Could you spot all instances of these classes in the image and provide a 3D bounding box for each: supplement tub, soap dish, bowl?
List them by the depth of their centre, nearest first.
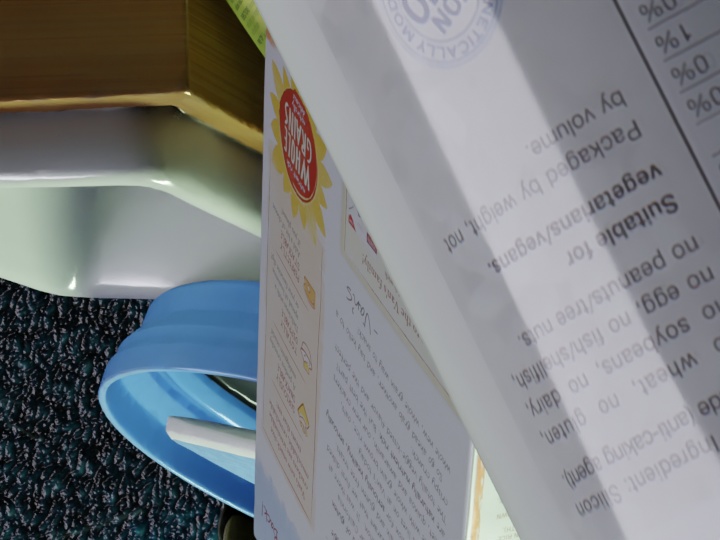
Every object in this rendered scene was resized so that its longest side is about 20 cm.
[{"bbox_3d":[0.057,-0.037,0.419,0.200,0.132,0.132,64,172,6],"label":"supplement tub"},{"bbox_3d":[-0.078,-0.045,0.899,0.200,0.157,0.081,27,-115,-63],"label":"soap dish"},{"bbox_3d":[0.010,0.061,0.967,0.201,0.039,0.201,19,162,7],"label":"bowl"}]

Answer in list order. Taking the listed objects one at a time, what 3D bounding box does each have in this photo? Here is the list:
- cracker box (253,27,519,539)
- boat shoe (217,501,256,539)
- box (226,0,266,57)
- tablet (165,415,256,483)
[{"bbox_3d":[0.022,0.030,0.687,0.134,0.058,0.200,-122,27,-45],"label":"cracker box"},{"bbox_3d":[-0.030,0.105,1.161,0.072,0.066,0.201,28,152,53],"label":"boat shoe"},{"bbox_3d":[0.033,-0.028,0.777,0.200,0.050,0.075,56,164,3],"label":"box"},{"bbox_3d":[0.036,0.084,0.882,0.130,0.014,0.200,31,168,-33],"label":"tablet"}]
